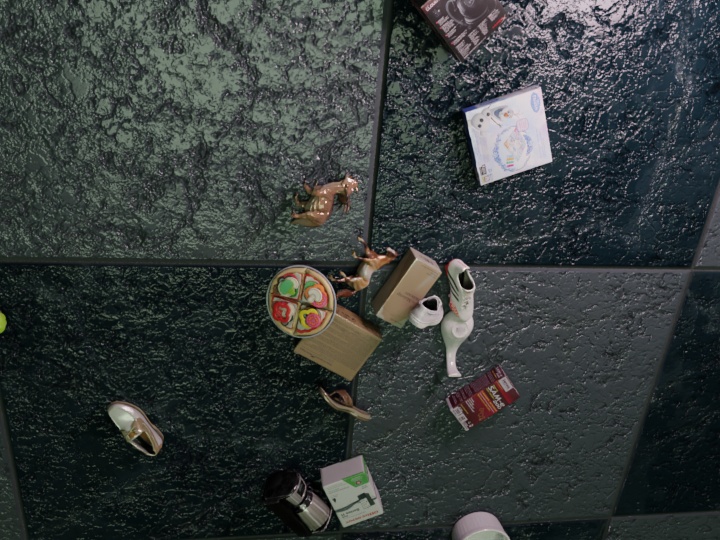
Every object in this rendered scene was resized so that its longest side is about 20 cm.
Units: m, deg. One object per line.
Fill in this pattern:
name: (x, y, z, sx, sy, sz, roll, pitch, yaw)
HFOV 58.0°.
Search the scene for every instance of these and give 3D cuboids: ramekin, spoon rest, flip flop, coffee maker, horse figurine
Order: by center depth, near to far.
horse figurine: (0.000, 0.000, 1.752, 0.132, 0.050, 0.200, 28, 101, -42)
spoon rest: (0.279, 0.209, 1.911, 0.099, 0.061, 0.201, 3, 102, -12)
flip flop: (-0.045, 0.388, 1.932, 0.200, 0.081, 0.058, 31, 90, -23)
coffee maker: (-0.218, 0.739, 2.038, 0.192, 0.135, 0.200, -34, 116, 9)
ramekin: (0.412, 0.937, 2.255, 0.199, 0.098, 0.201, -3, 116, -7)

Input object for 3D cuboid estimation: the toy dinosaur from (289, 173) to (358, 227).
toy dinosaur: (-0.096, -0.162, 1.651, 0.135, 0.086, 0.200, 28, 114, -28)

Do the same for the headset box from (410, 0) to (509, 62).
headset box: (0.218, -0.598, 1.462, 0.149, 0.077, 0.200, -43, 130, 12)

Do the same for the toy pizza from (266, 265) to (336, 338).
toy pizza: (-0.163, 0.086, 1.740, 0.199, 0.032, 0.201, 3, 101, 14)

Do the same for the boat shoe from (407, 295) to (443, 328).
boat shoe: (0.189, 0.103, 1.772, 0.072, 0.200, 0.069, 43, 111, 21)

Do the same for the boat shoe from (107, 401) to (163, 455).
boat shoe: (-0.646, 0.455, 1.867, 0.075, 0.068, 0.200, -38, 115, 10)

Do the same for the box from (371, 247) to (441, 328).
box: (0.124, 0.049, 1.787, 0.095, 0.078, 0.200, 26, 109, -20)

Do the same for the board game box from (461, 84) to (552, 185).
board game box: (0.375, -0.343, 1.657, 0.198, 0.043, 0.201, -18, 117, 0)

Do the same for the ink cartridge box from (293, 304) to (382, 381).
ink cartridge box: (-0.065, 0.193, 1.829, 0.200, 0.075, 0.165, 31, 108, -21)

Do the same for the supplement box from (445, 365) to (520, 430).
supplement box: (0.377, 0.395, 2.007, 0.200, 0.061, 0.109, -35, 115, 7)

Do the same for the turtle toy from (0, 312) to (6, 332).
turtle toy: (-0.995, 0.110, 1.625, 0.199, 0.101, 0.146, 30, 108, -21)

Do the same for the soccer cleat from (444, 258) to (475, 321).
soccer cleat: (0.287, 0.062, 1.810, 0.068, 0.085, 0.201, -25, 117, -21)

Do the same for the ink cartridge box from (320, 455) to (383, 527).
ink cartridge box: (-0.026, 0.709, 2.081, 0.146, 0.083, 0.201, -21, 118, 2)
